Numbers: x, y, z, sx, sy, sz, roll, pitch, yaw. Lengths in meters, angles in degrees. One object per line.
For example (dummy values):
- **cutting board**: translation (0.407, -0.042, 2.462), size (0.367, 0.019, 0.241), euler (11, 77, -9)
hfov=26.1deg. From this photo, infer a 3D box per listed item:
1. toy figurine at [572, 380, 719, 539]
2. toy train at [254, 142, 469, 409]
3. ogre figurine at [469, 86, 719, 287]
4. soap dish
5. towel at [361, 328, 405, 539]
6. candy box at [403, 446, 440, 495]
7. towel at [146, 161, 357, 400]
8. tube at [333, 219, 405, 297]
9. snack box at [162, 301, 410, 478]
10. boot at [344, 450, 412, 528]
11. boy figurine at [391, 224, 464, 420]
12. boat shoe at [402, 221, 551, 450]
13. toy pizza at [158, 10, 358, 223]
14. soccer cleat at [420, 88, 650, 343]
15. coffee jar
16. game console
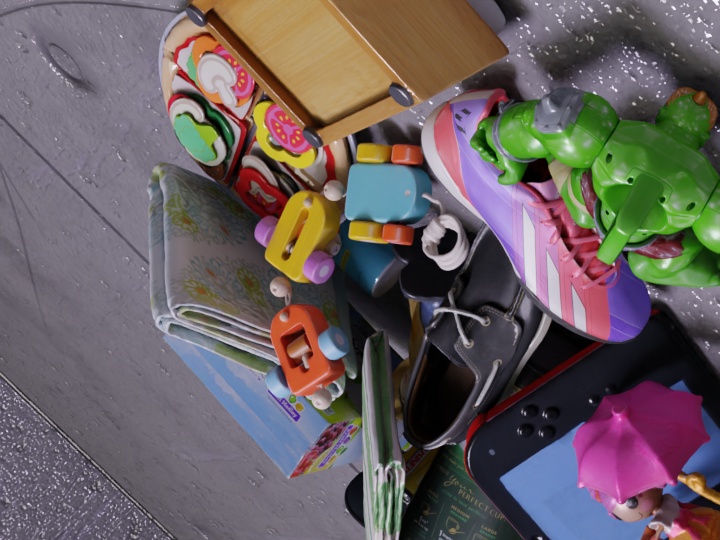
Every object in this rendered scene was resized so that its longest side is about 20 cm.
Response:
- **toy figurine**: translation (0.220, 0.158, 1.034), size (0.184, 0.150, 0.200), euler (37, 147, 5)
- **toy train**: translation (0.000, 0.000, 1.123), size (0.055, 0.200, 0.151), euler (8, -132, -53)
- **ogre figurine**: translation (0.157, -0.041, 0.851), size (0.200, 0.098, 0.120), euler (50, 173, 9)
- **soap dish**: translation (-0.017, -0.157, 0.948), size (0.157, 0.081, 0.200), euler (46, 160, -13)
- **towel**: translation (0.016, 0.165, 1.181), size (0.153, 0.023, 0.201), euler (-97, 5, -51)
- **candy box**: translation (0.100, 0.170, 1.306), size (0.026, 0.102, 0.200), euler (50, -179, 34)
- **towel**: translation (-0.087, 0.005, 1.235), size (0.170, 0.048, 0.201), euler (27, -151, -26)
- **tube**: translation (-0.045, -0.060, 1.259), size (0.200, 0.050, 0.078), euler (40, 147, 17)
- **snack box**: translation (-0.044, 0.084, 1.318), size (0.169, 0.068, 0.200), euler (45, -160, 21)
- **boot**: translation (0.053, 0.227, 1.602), size (0.199, 0.077, 0.169), euler (21, 156, 29)
- **boy figurine**: translation (0.053, 0.048, 1.214), size (0.201, 0.064, 0.125), euler (94, 168, -53)
- **boat shoe**: translation (0.081, 0.039, 1.072), size (0.072, 0.067, 0.201), euler (40, 125, 34)
- **toy pizza**: translation (-0.084, -0.107, 1.180), size (0.199, 0.032, 0.201), euler (29, 143, 24)
- **soccer cleat**: translation (0.122, -0.032, 0.980), size (0.200, 0.068, 0.073), euler (48, 155, -10)
- **coffee jar**: translation (0.110, 0.137, 1.168), size (0.104, 0.201, 0.085), euler (31, -163, 29)
- **game console**: translation (0.188, 0.142, 1.090), size (0.200, 0.176, 0.031), euler (50, -161, -22)
